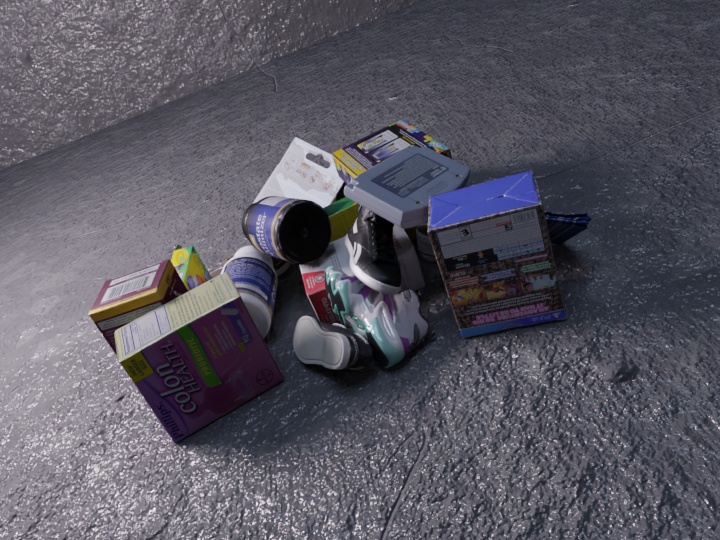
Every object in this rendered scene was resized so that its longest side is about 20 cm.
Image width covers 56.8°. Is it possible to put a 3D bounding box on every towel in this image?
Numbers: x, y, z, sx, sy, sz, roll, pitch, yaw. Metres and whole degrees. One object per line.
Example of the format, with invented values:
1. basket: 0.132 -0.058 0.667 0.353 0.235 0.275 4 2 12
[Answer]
1. towel: 0.247 -0.077 1.056 0.197 0.145 0.024 9 80 0

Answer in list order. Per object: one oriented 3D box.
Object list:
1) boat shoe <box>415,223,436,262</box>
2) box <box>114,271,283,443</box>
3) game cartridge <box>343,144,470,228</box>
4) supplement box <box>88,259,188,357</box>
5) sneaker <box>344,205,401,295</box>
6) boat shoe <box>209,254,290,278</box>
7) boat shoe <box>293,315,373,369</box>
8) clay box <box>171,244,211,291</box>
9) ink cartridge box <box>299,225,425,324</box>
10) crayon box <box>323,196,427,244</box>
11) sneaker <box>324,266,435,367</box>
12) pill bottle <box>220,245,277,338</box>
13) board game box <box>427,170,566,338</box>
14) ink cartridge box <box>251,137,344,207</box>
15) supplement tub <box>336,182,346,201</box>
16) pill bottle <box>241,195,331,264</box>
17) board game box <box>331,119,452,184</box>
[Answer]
1. boat shoe: 0.179 -0.051 1.162 0.198 0.070 0.071 12 44 44
2. box: -0.251 0.135 1.048 0.198 0.178 0.097 -28 31 -11
3. game cartridge: 0.084 -0.135 1.055 0.132 0.042 0.199 34 44 22
4. supplement box: -0.342 0.103 1.131 0.129 0.202 0.104 -17 30 7
5. sneaker: 0.029 -0.054 1.049 0.072 0.113 0.201 14 23 -23
6. boat shoe: -0.243 -0.008 1.369 0.197 0.060 0.072 -14 33 22
7. boat shoe: -0.048 0.116 1.061 0.060 0.075 0.199 9 -3 -29
8. clay box: -0.326 0.042 1.280 0.047 0.116 0.201 -15 38 9
9. ink cartridge box: 0.000 0.000 1.185 0.198 0.084 0.145 -24 31 1
10. crayon box: 0.025 -0.092 1.270 0.198 0.128 0.051 -25 31 -7
11. sneaker: 0.040 0.051 1.066 0.139 0.078 0.201 -26 61 -23
12. pill bottle: -0.211 0.039 1.234 0.109 0.112 0.201 -16 31 9
13. board game box: 0.200 -0.020 0.973 0.157 0.202 0.097 -12 33 15
14. ink cartridge box: -0.120 -0.150 1.361 0.161 0.057 0.201 29 80 23
15. supplement tub: 0.025 -0.168 1.389 0.197 0.124 0.123 -19 31 5
16. pill bottle: -0.143 -0.078 1.220 0.111 0.113 0.199 -36 24 -22
17. board game box: 0.057 -0.198 1.235 0.164 0.057 0.200 -28 34 -8
